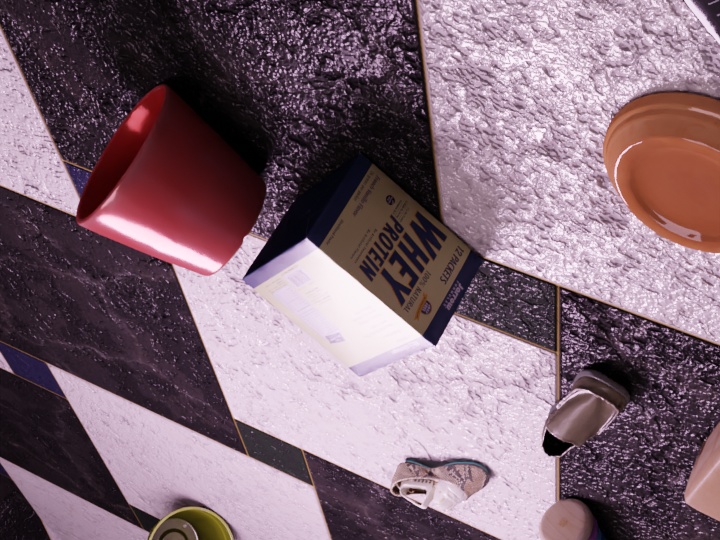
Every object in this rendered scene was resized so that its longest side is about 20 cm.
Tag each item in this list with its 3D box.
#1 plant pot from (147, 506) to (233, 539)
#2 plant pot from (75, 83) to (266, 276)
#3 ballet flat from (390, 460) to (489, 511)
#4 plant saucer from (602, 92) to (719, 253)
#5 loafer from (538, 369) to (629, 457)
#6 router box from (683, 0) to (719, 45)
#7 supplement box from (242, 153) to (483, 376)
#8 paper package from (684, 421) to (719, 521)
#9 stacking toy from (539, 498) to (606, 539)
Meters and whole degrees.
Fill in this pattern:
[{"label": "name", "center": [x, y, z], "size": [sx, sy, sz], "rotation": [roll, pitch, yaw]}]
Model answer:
[{"label": "plant pot", "center": [-0.400, 0.624, 3.001], "size": [0.200, 0.202, 0.193], "rotation": [39, 164, -13]}, {"label": "plant pot", "center": [-0.225, -0.098, 1.657], "size": [0.176, 0.203, 0.200], "rotation": [33, 154, -22]}, {"label": "ballet flat", "center": [0.119, 0.341, 2.102], "size": [0.199, 0.076, 0.068], "rotation": [-7, 133, 50]}, {"label": "plant saucer", "center": [0.317, -0.082, 1.261], "size": [0.198, 0.038, 0.201], "rotation": [26, 151, 15]}, {"label": "loafer", "center": [0.280, 0.190, 1.697], "size": [0.075, 0.070, 0.201], "rotation": [30, 152, 5]}, {"label": "router box", "center": [0.317, -0.243, 0.975], "size": [0.150, 0.063, 0.199], "rotation": [43, 151, -20]}, {"label": "supplement box", "center": [0.000, 0.000, 1.616], "size": [0.199, 0.135, 0.199], "rotation": [40, 152, -13]}, {"label": "paper package", "center": [0.488, 0.229, 1.508], "size": [0.189, 0.104, 0.201], "rotation": [26, 151, 10]}, {"label": "stacking toy", "center": [0.346, 0.425, 2.004], "size": [0.085, 0.086, 0.200], "rotation": [3, 146, 43]}]
